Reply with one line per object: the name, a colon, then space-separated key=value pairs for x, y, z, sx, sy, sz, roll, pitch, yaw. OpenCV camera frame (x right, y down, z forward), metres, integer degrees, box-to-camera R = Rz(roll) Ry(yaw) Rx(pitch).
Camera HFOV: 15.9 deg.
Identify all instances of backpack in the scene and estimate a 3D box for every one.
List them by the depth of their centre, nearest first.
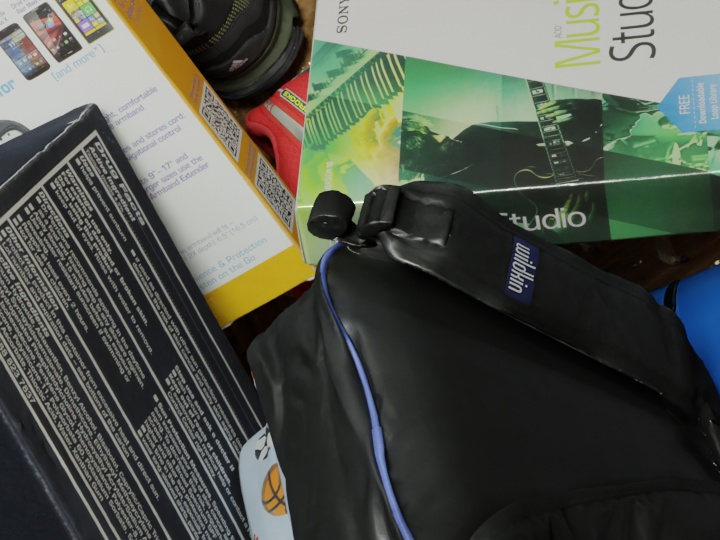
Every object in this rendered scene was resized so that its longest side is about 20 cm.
backpack: x=0.057 y=0.090 z=0.963 sx=0.154 sy=0.190 sz=0.200 roll=-51 pitch=41 yaw=43

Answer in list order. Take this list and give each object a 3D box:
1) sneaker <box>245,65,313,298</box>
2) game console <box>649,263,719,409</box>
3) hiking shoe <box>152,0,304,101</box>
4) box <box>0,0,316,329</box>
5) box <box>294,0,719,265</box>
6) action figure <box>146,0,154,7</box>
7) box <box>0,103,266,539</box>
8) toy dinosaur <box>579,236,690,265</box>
sneaker: x=0.000 y=0.000 z=1.116 sx=0.085 sy=0.077 sz=0.200 roll=-26 pitch=58 yaw=14
game console: x=0.194 y=0.097 z=1.035 sx=0.171 sy=0.118 sz=0.200 roll=-25 pitch=64 yaw=50
hiking shoe: x=-0.096 y=-0.175 z=1.182 sx=0.076 sy=0.101 sz=0.200 roll=-36 pitch=67 yaw=10
box: x=-0.119 y=-0.052 z=1.052 sx=0.119 sy=0.200 sz=0.041 roll=-28 pitch=24 yaw=18
box: x=0.077 y=-0.068 z=1.019 sx=0.200 sy=0.036 sz=0.144 roll=-6 pitch=41 yaw=9
action figure: x=-0.151 y=-0.076 z=1.118 sx=0.102 sy=0.119 sz=0.200 roll=-98 pitch=31 yaw=-53
box: x=-0.129 y=0.071 z=0.966 sx=0.123 sy=0.198 sz=0.200 roll=-24 pitch=102 yaw=20
toy dinosaur: x=0.134 y=-0.072 z=1.080 sx=0.200 sy=0.058 sz=0.101 roll=-43 pitch=64 yaw=9
